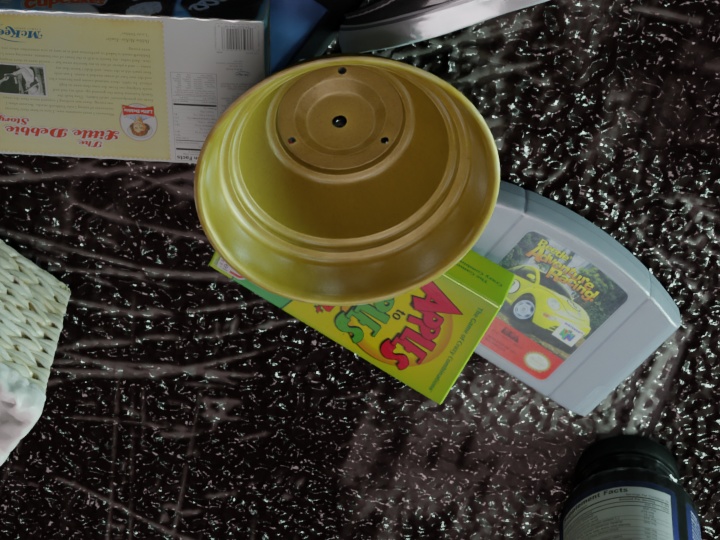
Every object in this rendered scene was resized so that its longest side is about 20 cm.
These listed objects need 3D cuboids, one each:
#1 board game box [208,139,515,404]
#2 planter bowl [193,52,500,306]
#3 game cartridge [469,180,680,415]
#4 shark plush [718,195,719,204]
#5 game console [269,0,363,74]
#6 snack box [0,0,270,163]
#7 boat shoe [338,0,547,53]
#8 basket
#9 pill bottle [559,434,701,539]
[{"bbox_3d":[0.000,0.000,1.224,0.199,0.048,0.102,31,124,2],"label":"board game box"},{"bbox_3d":[-0.011,-0.078,1.122,0.198,0.084,0.202,-3,129,-4],"label":"planter bowl"},{"bbox_3d":[0.133,0.017,1.258,0.199,0.041,0.133,31,120,-15],"label":"game cartridge"},{"bbox_3d":[0.308,-0.107,1.130,0.083,0.091,0.201,31,135,21],"label":"shark plush"},{"bbox_3d":[-0.103,-0.185,1.142,0.176,0.031,0.200,32,124,-15],"label":"game console"},{"bbox_3d":[-0.160,-0.132,1.150,0.198,0.037,0.117,3,128,2],"label":"snack box"},{"bbox_3d":[0.071,-0.194,1.096,0.198,0.070,0.067,-14,99,25],"label":"boat shoe"},{"bbox_3d":[-0.348,0.062,1.271,0.199,0.161,0.198,36,122,-17],"label":"basket"},{"bbox_3d":[0.207,0.224,1.295,0.111,0.201,0.113,3,126,5],"label":"pill bottle"}]
